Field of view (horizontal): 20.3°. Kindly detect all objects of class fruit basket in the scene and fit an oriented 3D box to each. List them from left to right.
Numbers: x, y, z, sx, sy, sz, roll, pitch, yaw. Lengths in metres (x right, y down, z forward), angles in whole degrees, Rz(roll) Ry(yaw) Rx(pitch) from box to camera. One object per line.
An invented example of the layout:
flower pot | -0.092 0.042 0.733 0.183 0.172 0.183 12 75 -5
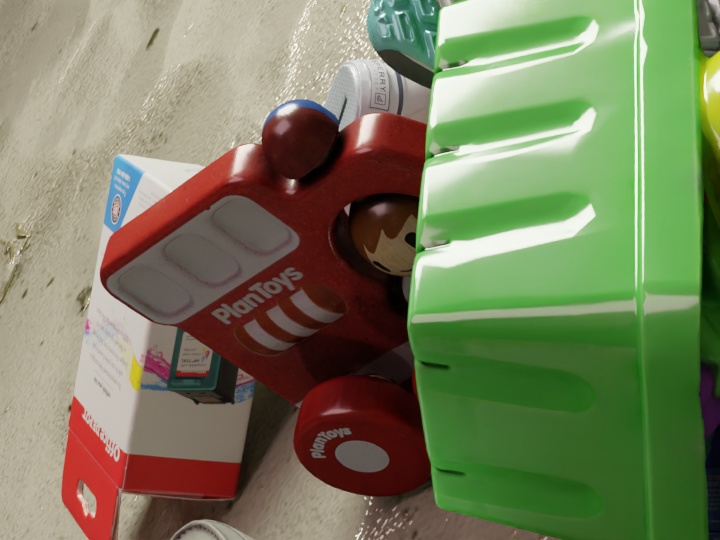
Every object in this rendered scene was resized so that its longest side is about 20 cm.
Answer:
fruit basket | 0.121 -0.017 0.664 0.215 0.156 0.216 -5 44 5

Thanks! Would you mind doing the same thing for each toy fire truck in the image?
toy fire truck | 0.000 0.000 0.883 0.200 0.168 0.112 -31 35 42

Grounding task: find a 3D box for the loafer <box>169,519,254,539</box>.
loafer | -0.065 0.166 0.917 0.070 0.070 0.200 -54 25 5

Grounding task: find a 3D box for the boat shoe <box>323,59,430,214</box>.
boat shoe | -0.003 -0.019 1.035 0.200 0.067 0.074 117 152 -42

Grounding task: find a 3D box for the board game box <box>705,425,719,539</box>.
board game box | 0.185 0.009 0.689 0.152 0.045 0.200 -12 50 57

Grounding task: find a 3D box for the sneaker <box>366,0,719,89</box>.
sneaker | 0.085 -0.072 0.816 0.091 0.199 0.078 -47 43 48

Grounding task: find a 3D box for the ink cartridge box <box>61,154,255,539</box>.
ink cartridge box | -0.104 0.048 1.083 0.116 0.067 0.201 -149 67 -65
